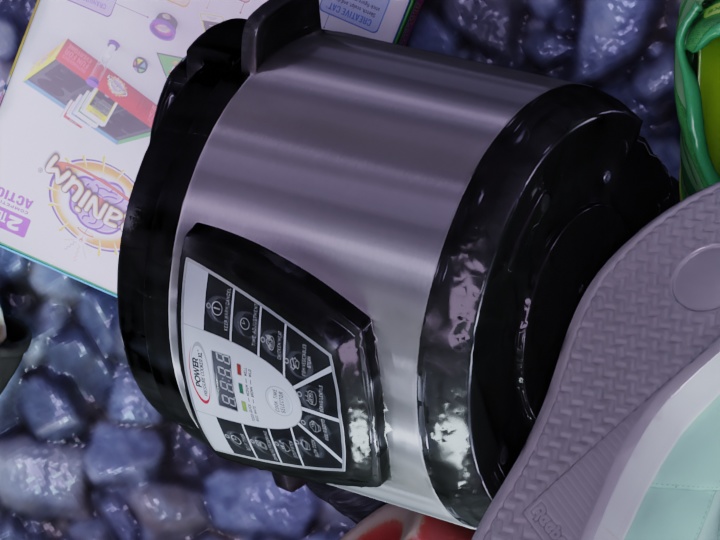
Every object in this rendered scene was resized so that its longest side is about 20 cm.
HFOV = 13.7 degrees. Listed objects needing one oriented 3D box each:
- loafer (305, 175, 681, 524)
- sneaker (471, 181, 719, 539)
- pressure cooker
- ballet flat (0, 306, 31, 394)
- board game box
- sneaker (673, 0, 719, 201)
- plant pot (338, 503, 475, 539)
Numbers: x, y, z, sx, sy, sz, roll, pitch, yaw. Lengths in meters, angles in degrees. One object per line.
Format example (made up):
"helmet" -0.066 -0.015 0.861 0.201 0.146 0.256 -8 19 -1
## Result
"loafer" 0.066 0.037 1.268 0.200 0.073 0.072 -38 130 7
"sneaker" 0.122 0.067 1.111 0.074 0.118 0.201 22 74 43
"pressure cooker" 0.002 0.000 1.161 0.199 0.179 0.177 16 79 30
"ballet flat" -0.203 -0.009 1.258 0.068 0.200 0.068 -37 48 2
"board game box" -0.068 -0.082 1.274 0.152 0.040 0.201 24 102 5
"sneaker" 0.160 -0.108 1.202 0.074 0.084 0.201 -3 85 2
"plant pot" 0.042 0.199 1.208 0.177 0.201 0.200 42 103 -9
